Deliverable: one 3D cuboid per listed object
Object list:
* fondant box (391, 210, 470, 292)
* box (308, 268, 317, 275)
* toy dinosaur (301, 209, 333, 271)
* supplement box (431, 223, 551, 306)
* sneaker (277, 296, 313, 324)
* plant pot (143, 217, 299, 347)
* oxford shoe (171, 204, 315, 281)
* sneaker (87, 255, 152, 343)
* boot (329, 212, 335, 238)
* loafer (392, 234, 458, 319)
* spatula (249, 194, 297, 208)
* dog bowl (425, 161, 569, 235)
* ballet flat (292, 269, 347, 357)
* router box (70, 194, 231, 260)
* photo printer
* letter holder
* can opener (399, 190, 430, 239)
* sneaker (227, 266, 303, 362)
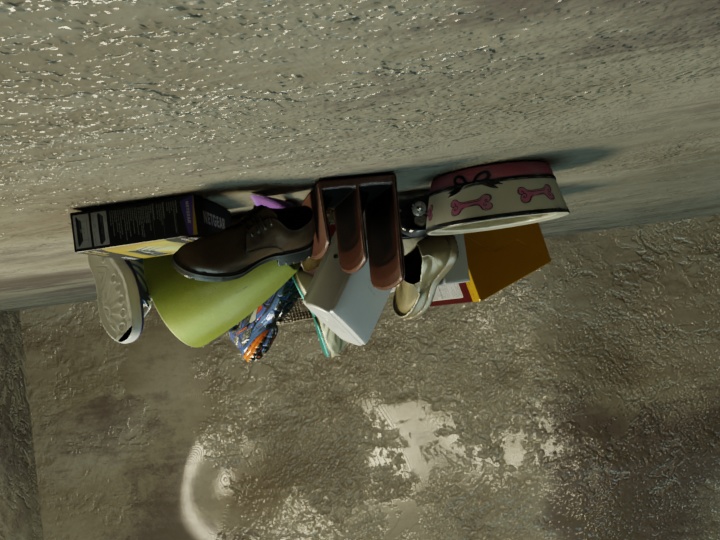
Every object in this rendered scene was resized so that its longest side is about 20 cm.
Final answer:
[{"bbox_3d":[0.097,-0.041,1.376,0.058,0.146,0.199,-7,178,-32],"label":"fondant box"},{"bbox_3d":[-0.121,-0.033,1.434,0.199,0.102,0.112,-6,177,-27],"label":"box"},{"bbox_3d":[-0.061,-0.040,1.273,0.058,0.102,0.200,17,164,32],"label":"toy dinosaur"},{"bbox_3d":[0.201,-0.033,1.473,0.196,0.134,0.199,-25,-172,-33],"label":"supplement box"},{"bbox_3d":[-0.112,0.051,1.415,0.198,0.071,0.076,1,-161,9],"label":"sneaker"},{"bbox_3d":[-0.202,-0.003,1.249,0.199,0.188,0.187,-23,174,13],"label":"plant pot"},{"bbox_3d":[-0.141,-0.044,0.979,0.199,0.073,0.085,-20,142,-37],"label":"oxford shoe"},{"bbox_3d":[-0.333,0.032,1.238,0.081,0.201,0.146,-43,146,22],"label":"sneaker"},{"bbox_3d":[-0.055,-0.024,1.342,0.199,0.146,0.072,-5,179,-27],"label":"boot"},{"bbox_3d":[0.088,0.007,1.272,0.067,0.076,0.201,0,140,-24],"label":"loafer"},{"bbox_3d":[-0.104,-0.087,1.105,0.056,0.021,0.200,10,-177,7],"label":"spatula"},{"bbox_3d":[0.184,-0.099,1.102,0.198,0.074,0.200,-8,178,0],"label":"dog bowl"},{"bbox_3d":[-0.058,0.062,1.326,0.069,0.070,0.201,-7,134,12],"label":"ballet flat"},{"bbox_3d":[-0.267,-0.053,1.054,0.156,0.053,0.200,-9,178,4],"label":"router box"},{"bbox_3d":[0.000,0.000,1.262,0.069,0.201,0.166,17,162,27],"label":"photo printer"},{"bbox_3d":[-0.013,-0.040,1.071,0.100,0.143,0.200,-7,178,-10],"label":"letter holder"},{"bbox_3d":[0.137,-0.098,1.221,0.198,0.064,0.079,-17,-178,-8],"label":"can opener"},{"bbox_3d":[-0.164,0.058,1.333,0.078,0.201,0.075,35,-165,13],"label":"sneaker"}]
